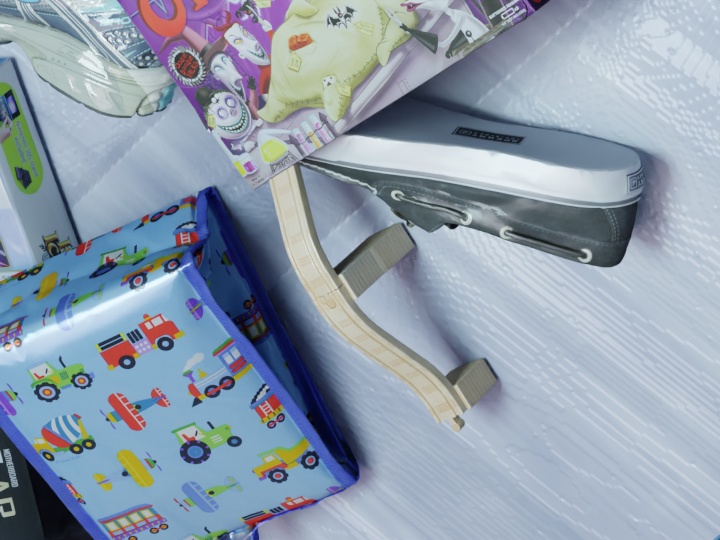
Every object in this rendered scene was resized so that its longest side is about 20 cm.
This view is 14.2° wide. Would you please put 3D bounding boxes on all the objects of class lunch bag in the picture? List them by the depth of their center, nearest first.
[{"bbox_3d":[-0.104,0.080,1.596,0.150,0.094,0.200,-23,114,17],"label":"lunch bag"}]

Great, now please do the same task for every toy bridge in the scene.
[{"bbox_3d":[0.000,0.000,1.507,0.027,0.067,0.200,-25,101,41],"label":"toy bridge"}]

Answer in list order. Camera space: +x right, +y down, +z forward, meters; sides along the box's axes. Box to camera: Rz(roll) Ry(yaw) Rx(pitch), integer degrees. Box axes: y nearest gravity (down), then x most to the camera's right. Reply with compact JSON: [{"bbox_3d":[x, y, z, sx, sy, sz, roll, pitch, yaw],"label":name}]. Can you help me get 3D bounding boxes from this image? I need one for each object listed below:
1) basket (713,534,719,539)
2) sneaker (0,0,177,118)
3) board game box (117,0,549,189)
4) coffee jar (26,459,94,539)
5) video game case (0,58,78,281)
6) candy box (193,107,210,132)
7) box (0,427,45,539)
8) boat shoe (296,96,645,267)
[{"bbox_3d":[0.197,0.196,1.353,0.139,0.176,0.200,41,121,0],"label":"basket"},{"bbox_3d":[-0.176,-0.162,1.533,0.200,0.078,0.086,26,117,10],"label":"sneaker"},{"bbox_3d":[-0.015,-0.130,1.368,0.200,0.032,0.120,-31,94,39],"label":"board game box"},{"bbox_3d":[-0.222,0.166,1.744,0.104,0.085,0.200,52,134,14],"label":"coffee jar"},{"bbox_3d":[-0.258,-0.026,1.678,0.200,0.045,0.181,-2,115,35],"label":"video game case"},{"bbox_3d":[-0.050,-0.189,1.420,0.168,0.072,0.200,-21,104,39],"label":"candy box"},{"bbox_3d":[-0.260,0.137,1.677,0.200,0.043,0.160,-27,75,50],"label":"box"},{"bbox_3d":[0.043,-0.045,1.441,0.200,0.069,0.057,12,114,21],"label":"boat shoe"}]
